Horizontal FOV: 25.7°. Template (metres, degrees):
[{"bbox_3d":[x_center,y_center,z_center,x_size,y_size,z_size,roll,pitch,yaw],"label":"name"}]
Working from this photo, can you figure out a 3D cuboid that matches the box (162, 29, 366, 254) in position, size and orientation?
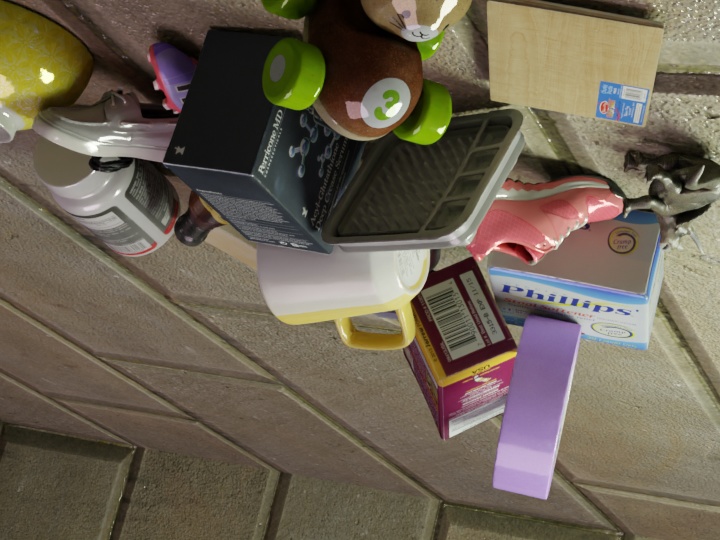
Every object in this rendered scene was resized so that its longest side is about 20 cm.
[{"bbox_3d":[-0.090,-0.127,1.586,0.106,0.150,0.200,9,163,27],"label":"box"}]

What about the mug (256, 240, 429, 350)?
[{"bbox_3d":[-0.001,-0.010,1.714,0.152,0.151,0.186,-1,160,30],"label":"mug"}]

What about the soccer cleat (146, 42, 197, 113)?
[{"bbox_3d":[-0.157,-0.183,1.648,0.076,0.067,0.200,-22,147,10],"label":"soccer cleat"}]

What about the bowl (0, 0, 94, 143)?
[{"bbox_3d":[-0.393,-0.201,1.687,0.198,0.109,0.200,13,163,4],"label":"bowl"}]

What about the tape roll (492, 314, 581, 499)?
[{"bbox_3d":[0.201,0.154,1.791,0.065,0.202,0.200,12,163,10],"label":"tape roll"}]

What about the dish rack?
[{"bbox_3d":[0.068,-0.080,1.564,0.199,0.172,0.044,-2,138,45],"label":"dish rack"}]

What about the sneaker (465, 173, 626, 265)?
[{"bbox_3d":[0.188,-0.047,1.643,0.198,0.088,0.074,-4,163,-20],"label":"sneaker"}]

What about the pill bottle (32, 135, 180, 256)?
[{"bbox_3d":[-0.307,-0.104,1.909,0.113,0.115,0.200,8,161,22],"label":"pill bottle"}]

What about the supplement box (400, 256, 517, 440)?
[{"bbox_3d":[0.115,0.095,1.863,0.102,0.132,0.200,-22,156,-7],"label":"supplement box"}]

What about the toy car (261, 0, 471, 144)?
[{"bbox_3d":[0.040,-0.207,1.263,0.163,0.159,0.199,12,156,-35],"label":"toy car"}]

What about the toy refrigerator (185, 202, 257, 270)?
[{"bbox_3d":[-0.129,-0.050,1.997,0.070,0.077,0.199,-1,158,42],"label":"toy refrigerator"}]

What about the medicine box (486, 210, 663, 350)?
[{"bbox_3d":[0.247,0.000,1.788,0.181,0.104,0.200,11,163,14],"label":"medicine box"}]

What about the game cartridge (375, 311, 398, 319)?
[{"bbox_3d":[0.024,0.016,1.912,0.132,0.042,0.200,2,161,28],"label":"game cartridge"}]

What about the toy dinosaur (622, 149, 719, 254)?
[{"bbox_3d":[0.316,-0.086,1.543,0.101,0.078,0.200,5,159,-7],"label":"toy dinosaur"}]

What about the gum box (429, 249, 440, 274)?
[{"bbox_3d":[-0.001,-0.050,1.899,0.113,0.067,0.199,-1,157,47],"label":"gum box"}]

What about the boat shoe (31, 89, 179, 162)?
[{"bbox_3d":[-0.256,-0.161,1.697,0.199,0.069,0.072,7,-156,-35],"label":"boat shoe"}]

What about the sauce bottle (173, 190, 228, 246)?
[{"bbox_3d":[-0.158,-0.091,1.824,0.066,0.066,0.200,21,146,-20],"label":"sauce bottle"}]

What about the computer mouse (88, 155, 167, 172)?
[{"bbox_3d":[-0.233,-0.122,1.768,0.058,0.034,0.199,33,-155,27],"label":"computer mouse"}]

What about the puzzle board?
[{"bbox_3d":[0.187,-0.187,1.399,0.149,0.018,0.200,11,163,9],"label":"puzzle board"}]
